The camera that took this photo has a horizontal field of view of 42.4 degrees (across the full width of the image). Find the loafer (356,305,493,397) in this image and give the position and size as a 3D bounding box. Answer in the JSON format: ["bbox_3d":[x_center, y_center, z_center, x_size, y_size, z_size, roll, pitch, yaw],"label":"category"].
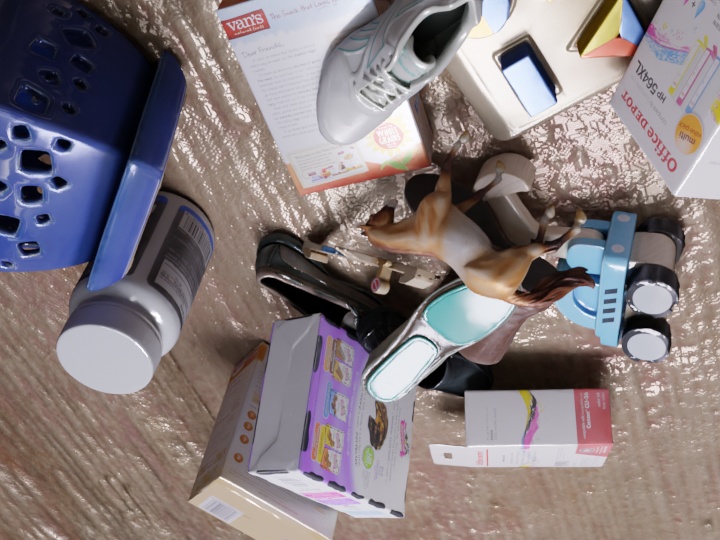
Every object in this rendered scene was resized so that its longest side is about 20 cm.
[{"bbox_3d":[0.077,0.105,1.026,0.200,0.071,0.068,29,117,-36],"label":"loafer"}]

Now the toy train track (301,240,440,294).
[{"bbox_3d":[0.000,0.000,0.916,0.114,0.033,0.200,16,180,-35],"label":"toy train track"}]

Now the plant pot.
[{"bbox_3d":[-0.269,-0.113,0.847,0.179,0.201,0.200,19,132,-15],"label":"plant pot"}]

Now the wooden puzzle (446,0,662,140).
[{"bbox_3d":[0.152,-0.210,0.774,0.199,0.046,0.185,-24,123,28],"label":"wooden puzzle"}]

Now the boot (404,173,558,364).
[{"bbox_3d":[0.098,0.008,0.953,0.186,0.064,0.200,42,156,7],"label":"boot"}]

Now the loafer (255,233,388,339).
[{"bbox_3d":[-0.038,0.042,1.020,0.200,0.063,0.072,37,127,-21],"label":"loafer"}]

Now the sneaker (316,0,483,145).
[{"bbox_3d":[0.026,-0.168,0.743,0.070,0.080,0.200,29,127,-21],"label":"sneaker"}]

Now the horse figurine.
[{"bbox_3d":[0.108,-0.030,0.816,0.200,0.133,0.050,40,172,18],"label":"horse figurine"}]

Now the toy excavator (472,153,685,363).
[{"bbox_3d":[0.212,-0.015,0.910,0.199,0.100,0.195,7,132,18],"label":"toy excavator"}]

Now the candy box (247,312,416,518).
[{"bbox_3d":[-0.022,0.165,1.015,0.071,0.169,0.200,-11,149,33],"label":"candy box"}]

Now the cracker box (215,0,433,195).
[{"bbox_3d":[-0.025,-0.173,0.833,0.133,0.058,0.201,-10,129,17],"label":"cracker box"}]

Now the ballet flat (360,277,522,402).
[{"bbox_3d":[0.074,0.052,0.895,0.067,0.064,0.200,40,118,-13],"label":"ballet flat"}]

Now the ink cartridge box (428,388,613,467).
[{"bbox_3d":[0.180,0.182,1.064,0.199,0.068,0.117,-2,156,7],"label":"ink cartridge box"}]

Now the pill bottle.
[{"bbox_3d":[-0.227,0.020,0.946,0.113,0.200,0.114,6,132,6],"label":"pill bottle"}]

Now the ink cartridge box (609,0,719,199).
[{"bbox_3d":[0.300,-0.149,0.720,0.125,0.129,0.201,2,134,-20],"label":"ink cartridge box"}]

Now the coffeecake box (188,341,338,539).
[{"bbox_3d":[-0.094,0.208,1.086,0.153,0.200,0.073,35,129,-18],"label":"coffeecake box"}]
